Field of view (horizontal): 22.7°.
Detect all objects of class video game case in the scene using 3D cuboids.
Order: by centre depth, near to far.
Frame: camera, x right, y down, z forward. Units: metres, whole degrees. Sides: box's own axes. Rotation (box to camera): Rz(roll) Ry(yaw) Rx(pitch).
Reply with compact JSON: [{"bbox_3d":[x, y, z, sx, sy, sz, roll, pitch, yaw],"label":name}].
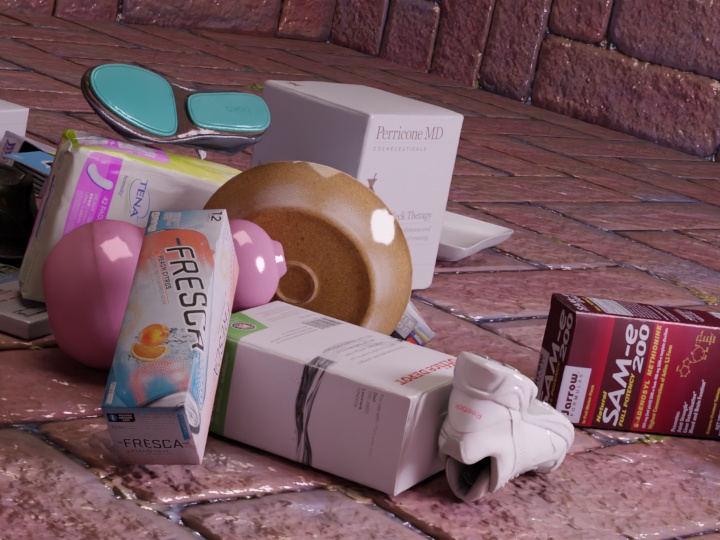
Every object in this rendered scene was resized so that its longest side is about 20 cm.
[{"bbox_3d":[-0.344,0.016,1.628,0.198,0.018,0.143,17,14,20],"label":"video game case"}]

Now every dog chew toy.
[{"bbox_3d":[-0.160,0.010,1.492,0.198,0.126,0.125,-12,15,-4],"label":"dog chew toy"}]

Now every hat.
[{"bbox_3d":[-0.365,-0.065,1.778,0.199,0.082,0.201,15,5,-1],"label":"hat"}]

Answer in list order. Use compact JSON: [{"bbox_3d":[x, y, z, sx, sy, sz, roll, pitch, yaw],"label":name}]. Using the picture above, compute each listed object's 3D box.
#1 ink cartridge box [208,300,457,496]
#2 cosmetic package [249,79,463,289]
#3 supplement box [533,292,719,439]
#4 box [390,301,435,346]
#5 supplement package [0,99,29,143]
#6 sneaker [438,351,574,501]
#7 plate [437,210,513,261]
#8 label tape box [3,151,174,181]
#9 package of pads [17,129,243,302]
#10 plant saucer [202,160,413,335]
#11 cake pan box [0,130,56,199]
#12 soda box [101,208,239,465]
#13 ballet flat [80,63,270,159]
[{"bbox_3d":[-0.021,0.096,1.412,0.198,0.085,0.146,17,14,24],"label":"ink cartridge box"},{"bbox_3d":[-0.014,-0.094,1.986,0.166,0.202,0.167,21,17,38],"label":"cosmetic package"},{"bbox_3d":[0.263,0.089,1.644,0.198,0.110,0.061,6,14,-19],"label":"supplement box"},{"bbox_3d":[0.000,0.000,1.787,0.137,0.040,0.200,49,2,-17],"label":"box"},{"bbox_3d":[-0.490,-0.140,1.969,0.155,0.112,0.200,17,14,25],"label":"supplement package"},{"bbox_3d":[0.101,0.133,1.382,0.077,0.100,0.200,22,-10,30],"label":"sneaker"},{"bbox_3d":[0.072,-0.051,2.261,0.198,0.033,0.200,15,13,20],"label":"plate"},{"bbox_3d":[-0.229,-0.072,1.746,0.199,0.067,0.143,-5,17,-39],"label":"label tape box"},{"bbox_3d":[-0.190,-0.032,1.604,0.198,0.156,0.068,15,15,-21],"label":"package of pads"},{"bbox_3d":[-0.054,0.004,1.555,0.198,0.202,0.036,12,28,4],"label":"plant saucer"},{"bbox_3d":[-0.278,-0.081,1.926,0.199,0.053,0.184,23,1,-40],"label":"cake pan box"},{"bbox_3d":[-0.137,0.046,1.327,0.063,0.069,0.201,-2,46,8],"label":"soda box"},{"bbox_3d":[-0.174,-0.136,1.605,0.199,0.074,0.073,6,13,-39],"label":"ballet flat"}]
